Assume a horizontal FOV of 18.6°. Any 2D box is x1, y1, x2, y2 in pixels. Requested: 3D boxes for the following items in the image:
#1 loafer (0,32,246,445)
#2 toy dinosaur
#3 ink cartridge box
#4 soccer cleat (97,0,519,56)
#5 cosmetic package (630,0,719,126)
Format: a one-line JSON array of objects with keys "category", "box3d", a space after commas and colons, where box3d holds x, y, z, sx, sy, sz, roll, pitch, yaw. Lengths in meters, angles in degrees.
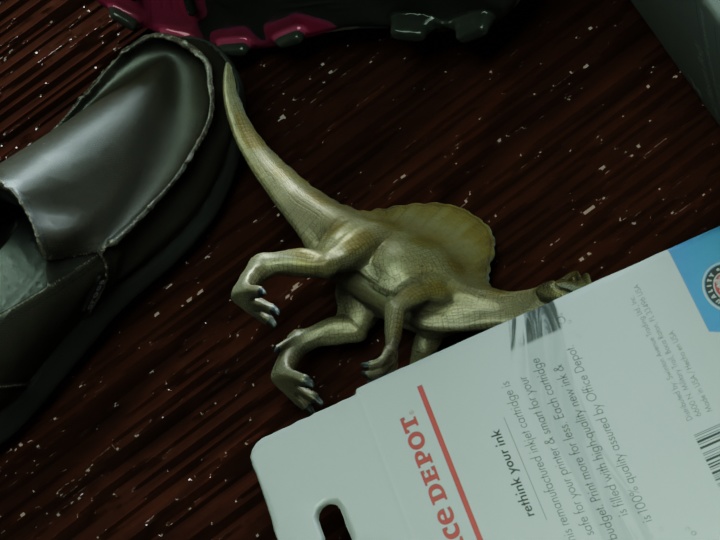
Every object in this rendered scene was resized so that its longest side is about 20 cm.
[{"category": "loafer", "box3d": [-0.117, -0.019, 0.874, 0.073, 0.071, 0.200, 24, 72, 29]}, {"category": "toy dinosaur", "box3d": [0.000, 0.000, 0.843, 0.200, 0.058, 0.101, 28, 55, 28]}, {"category": "ink cartridge box", "box3d": [0.076, 0.077, 0.756, 0.200, 0.068, 0.116, -24, 55, 4]}, {"category": "soccer cleat", "box3d": [-0.020, -0.137, 0.919, 0.200, 0.070, 0.086, 5, 47, 19]}, {"category": "cosmetic package", "box3d": [0.136, -0.139, 0.836, 0.090, 0.107, 0.200, -32, 55, -1]}]
